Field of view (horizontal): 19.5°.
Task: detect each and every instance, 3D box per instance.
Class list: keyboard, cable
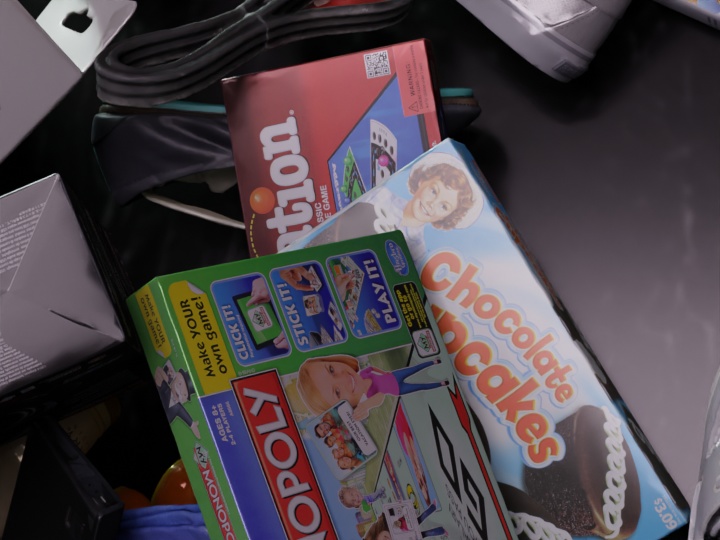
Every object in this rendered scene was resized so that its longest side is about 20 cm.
[{"bbox_3d":[-0.128,0.168,0.909,0.104,0.039,0.201,48,131,43],"label":"keyboard"},{"bbox_3d":[-0.043,-0.112,1.011,0.097,0.051,0.200,22,42,20],"label":"cable"}]

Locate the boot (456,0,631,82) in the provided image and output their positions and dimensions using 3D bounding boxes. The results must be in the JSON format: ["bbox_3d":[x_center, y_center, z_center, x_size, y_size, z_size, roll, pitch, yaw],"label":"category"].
[{"bbox_3d":[0.058,-0.188,1.037,0.200,0.073,0.096,41,105,15],"label":"boot"}]

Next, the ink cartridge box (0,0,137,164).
[{"bbox_3d":[-0.207,-0.081,0.990,0.200,0.068,0.116,-47,28,-9],"label":"ink cartridge box"}]

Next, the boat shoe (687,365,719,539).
[{"bbox_3d":[0.171,0.113,0.905,0.072,0.069,0.201,9,74,20],"label":"boat shoe"}]

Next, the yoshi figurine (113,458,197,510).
[{"bbox_3d":[-0.024,0.154,0.933,0.200,0.112,0.113,36,74,18],"label":"yoshi figurine"}]

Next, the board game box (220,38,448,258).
[{"bbox_3d":[0.000,0.000,0.988,0.102,0.019,0.201,-10,90,15],"label":"board game box"}]

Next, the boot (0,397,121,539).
[{"bbox_3d":[-0.238,0.079,1.027,0.199,0.073,0.156,25,62,18],"label":"boot"}]

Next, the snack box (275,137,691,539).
[{"bbox_3d":[0.048,0.055,0.945,0.116,0.037,0.201,-34,81,12],"label":"snack box"}]

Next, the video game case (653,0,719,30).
[{"bbox_3d":[0.148,-0.213,1.060,0.199,0.018,0.144,28,81,25],"label":"video game case"}]

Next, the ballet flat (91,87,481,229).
[{"bbox_3d":[-0.037,-0.054,1.038,0.199,0.073,0.074,0,70,13],"label":"ballet flat"}]

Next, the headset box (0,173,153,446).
[{"bbox_3d":[-0.169,0.034,0.897,0.148,0.200,0.078,-23,83,-3],"label":"headset box"}]

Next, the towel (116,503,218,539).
[{"bbox_3d":[-0.080,0.198,0.903,0.144,0.024,0.201,-9,97,41],"label":"towel"}]

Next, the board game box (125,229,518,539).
[{"bbox_3d":[-0.005,0.089,0.868,0.029,0.134,0.201,-32,74,47],"label":"board game box"}]
